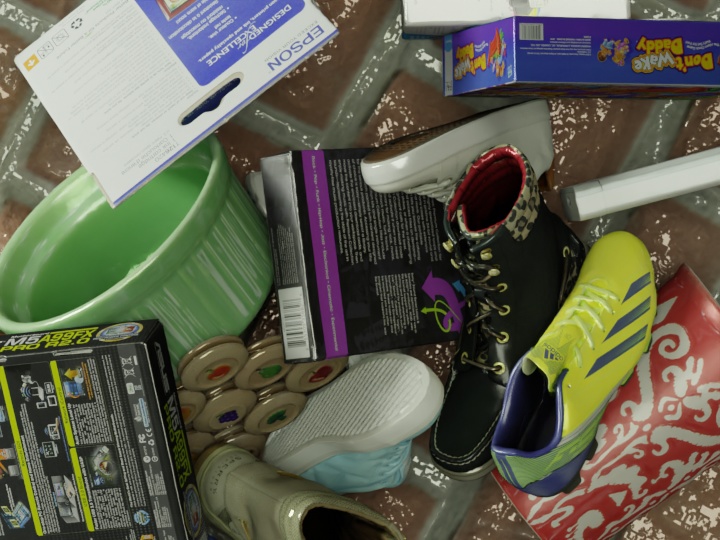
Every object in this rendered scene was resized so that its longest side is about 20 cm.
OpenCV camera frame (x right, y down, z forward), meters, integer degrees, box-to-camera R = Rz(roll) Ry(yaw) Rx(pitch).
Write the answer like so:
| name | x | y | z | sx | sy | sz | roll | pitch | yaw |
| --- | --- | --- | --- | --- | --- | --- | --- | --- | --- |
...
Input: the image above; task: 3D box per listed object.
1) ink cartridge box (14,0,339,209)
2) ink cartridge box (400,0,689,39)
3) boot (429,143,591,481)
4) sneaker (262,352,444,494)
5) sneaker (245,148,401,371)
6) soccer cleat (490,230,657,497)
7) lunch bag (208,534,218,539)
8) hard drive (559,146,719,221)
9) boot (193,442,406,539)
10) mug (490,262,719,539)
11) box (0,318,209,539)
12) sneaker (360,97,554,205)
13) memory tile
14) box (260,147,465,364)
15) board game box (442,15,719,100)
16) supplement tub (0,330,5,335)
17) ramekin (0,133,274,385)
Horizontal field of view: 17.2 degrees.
| name | x | y | z | sx | sy | sz | roll | pitch | yaw |
| --- | --- | --- | --- | --- | --- | --- | --- | --- | --- |
| ink cartridge box | -0.127 | -0.148 | 1.682 | 0.197 | 0.047 | 0.200 | -37 | 49 | 0 |
| ink cartridge box | 0.129 | -0.203 | 1.701 | 0.199 | 0.115 | 0.068 | -1 | 91 | 0 |
| boot | 0.085 | 0.028 | 1.645 | 0.073 | 0.154 | 0.204 | 17 | 67 | 31 |
| sneaker | 0.014 | 0.114 | 1.685 | 0.082 | 0.200 | 0.074 | 30 | 63 | -23 |
| sneaker | 0.000 | 0.000 | 1.727 | 0.099 | 0.078 | 0.200 | -28 | 93 | -6 |
| soccer cleat | 0.146 | 0.057 | 1.625 | 0.065 | 0.084 | 0.201 | 10 | 69 | 40 |
| lunch bag | -0.150 | 0.272 | 1.698 | 0.160 | 0.082 | 0.200 | 33 | 117 | 0 |
| hard drive | 0.245 | -0.072 | 1.693 | 0.199 | 0.132 | 0.027 | -14 | 91 | 1 |
| boot | -0.012 | 0.199 | 1.660 | 0.200 | 0.154 | 0.072 | 40 | 76 | -33 |
| mug | 0.188 | 0.097 | 1.719 | 0.200 | 0.178 | 0.133 | -39 | 127 | 5 |
| box | -0.192 | 0.138 | 1.587 | 0.160 | 0.044 | 0.201 | -6 | 108 | 14 |
| sneaker | 0.079 | -0.066 | 1.675 | 0.073 | 0.200 | 0.085 | -9 | 96 | 41 |
| memory tile | -0.109 | 0.112 | 1.668 | 0.200 | 0.153 | 0.017 | -47 | 59 | 29 |
| box | 0.016 | -0.014 | 1.676 | 0.036 | 0.200 | 0.144 | -8 | 88 | 43 |
| board game box | 0.173 | -0.146 | 1.663 | 0.199 | 0.134 | 0.045 | -1 | 90 | -18 |
| supplement tub | -0.289 | 0.099 | 1.703 | 0.122 | 0.123 | 0.201 | -19 | 86 | 1 |
| ramekin | -0.153 | 0.000 | 1.666 | 0.200 | 0.200 | 0.098 | -38 | 119 | 1 |
